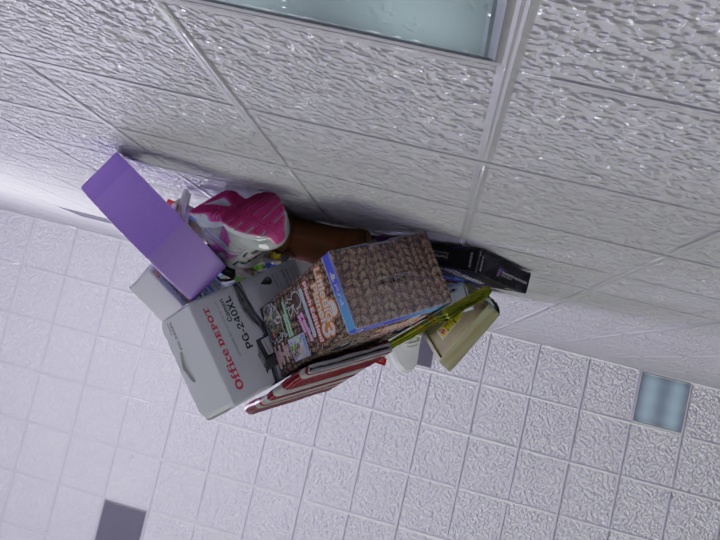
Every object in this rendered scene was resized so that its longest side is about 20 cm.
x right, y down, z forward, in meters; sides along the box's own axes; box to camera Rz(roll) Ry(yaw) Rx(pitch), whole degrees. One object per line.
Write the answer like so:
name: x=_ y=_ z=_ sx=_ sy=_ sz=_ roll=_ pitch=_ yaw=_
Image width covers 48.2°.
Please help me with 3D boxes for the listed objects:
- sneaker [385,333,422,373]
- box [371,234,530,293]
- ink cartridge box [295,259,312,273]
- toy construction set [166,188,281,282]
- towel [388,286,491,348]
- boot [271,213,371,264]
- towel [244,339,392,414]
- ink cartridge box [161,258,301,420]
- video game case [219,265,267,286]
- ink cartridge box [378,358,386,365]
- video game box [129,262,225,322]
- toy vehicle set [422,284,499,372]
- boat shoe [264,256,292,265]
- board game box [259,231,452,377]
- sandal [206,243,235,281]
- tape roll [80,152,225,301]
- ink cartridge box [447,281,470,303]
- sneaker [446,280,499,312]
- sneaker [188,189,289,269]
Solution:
sneaker: x=0.085 y=0.091 z=1.462 sx=0.075 sy=0.205 sz=0.080 roll=-13 pitch=-166 yaw=-39
box: x=0.124 y=-0.009 z=1.148 sx=0.197 sy=0.037 sz=0.142 roll=8 pitch=173 yaw=42
ink cartridge box: x=0.000 y=0.000 z=1.332 sx=0.144 sy=0.085 sz=0.199 roll=11 pitch=174 yaw=29
toy construction set: x=-0.213 y=-0.051 z=1.243 sx=0.198 sy=0.093 sz=0.132 roll=32 pitch=-155 yaw=-14
towel: x=0.093 y=0.073 z=1.085 sx=0.085 sy=0.018 sz=0.200 roll=-24 pitch=172 yaw=-34
boot: x=-0.084 y=-0.052 z=1.143 sx=0.153 sy=0.078 sz=0.199 roll=22 pitch=180 yaw=-31
towel: x=-0.059 y=0.145 z=1.093 sx=0.142 sy=0.023 sz=0.200 roll=-13 pitch=164 yaw=-36
ink cartridge box: x=-0.150 y=0.091 z=1.102 sx=0.198 sy=0.148 sz=0.083 roll=-25 pitch=178 yaw=-45
video game case: x=-0.184 y=0.004 z=1.481 sx=0.196 sy=0.023 sz=0.182 roll=-16 pitch=-163 yaw=-8
ink cartridge box: x=0.003 y=0.069 z=1.491 sx=0.197 sy=0.180 sz=0.044 roll=20 pitch=172 yaw=-30
video game box: x=-0.237 y=0.056 z=1.197 sx=0.200 sy=0.047 sz=0.183 roll=47 pitch=-166 yaw=-14
toy vehicle set: x=0.169 y=0.091 z=1.394 sx=0.026 sy=0.125 sz=0.200 roll=40 pitch=-174 yaw=-10
boat shoe: x=-0.163 y=-0.048 z=1.445 sx=0.064 sy=0.071 sz=0.199 roll=52 pitch=168 yaw=-23
board game box: x=-0.010 y=0.045 z=1.036 sx=0.157 sy=0.099 sz=0.199 roll=-13 pitch=165 yaw=-36
sandal: x=-0.226 y=-0.009 z=1.357 sx=0.075 sy=0.048 sz=0.200 roll=41 pitch=-172 yaw=1
tape roll: x=-0.264 y=-0.055 z=1.035 sx=0.200 sy=0.066 sz=0.200 roll=44 pitch=171 yaw=9
ink cartridge box: x=0.077 y=0.069 z=1.252 sx=0.196 sy=0.041 sz=0.199 roll=-19 pitch=173 yaw=8
sneaker: x=0.174 y=0.067 z=1.563 sx=0.196 sy=0.091 sz=0.078 roll=13 pitch=177 yaw=22
sneaker: x=-0.146 y=-0.047 z=1.046 sx=0.081 sy=0.090 sz=0.199 roll=-33 pitch=-154 yaw=-24
